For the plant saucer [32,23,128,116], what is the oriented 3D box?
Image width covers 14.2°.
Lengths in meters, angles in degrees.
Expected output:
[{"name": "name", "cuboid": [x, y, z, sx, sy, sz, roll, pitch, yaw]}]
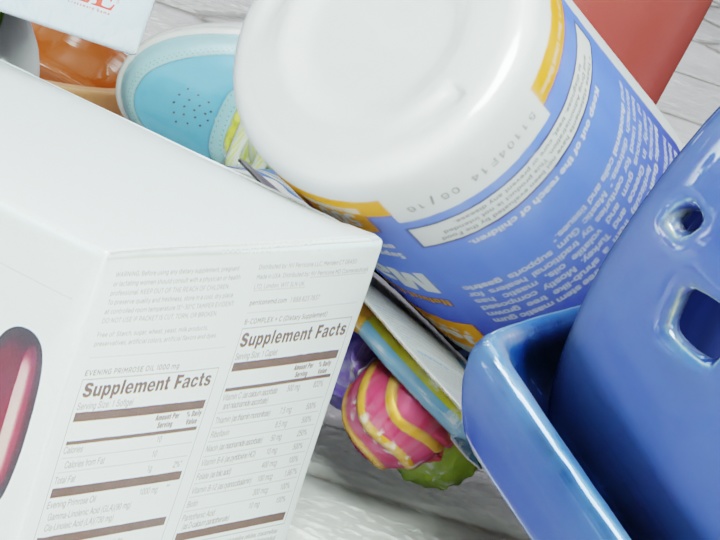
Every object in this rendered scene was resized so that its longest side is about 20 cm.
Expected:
[{"name": "plant saucer", "cuboid": [-0.204, -0.112, 1.444, 0.199, 0.032, 0.200, 19, 13, -4]}]

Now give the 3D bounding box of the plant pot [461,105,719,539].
[{"name": "plant pot", "cuboid": [0.158, 0.049, 0.877, 0.200, 0.180, 0.200, 55, 22, 10]}]

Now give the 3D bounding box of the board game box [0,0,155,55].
[{"name": "board game box", "cuboid": [-0.182, -0.134, 1.035, 0.199, 0.041, 0.199, 17, 4, -16]}]

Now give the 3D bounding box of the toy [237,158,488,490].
[{"name": "toy", "cuboid": [0.026, 0.054, 0.999, 0.200, 0.047, 0.115, 44, 1, 35]}]

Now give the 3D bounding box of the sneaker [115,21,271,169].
[{"name": "sneaker", "cuboid": [-0.019, -0.050, 1.264, 0.199, 0.080, 0.131, 18, 13, 1]}]

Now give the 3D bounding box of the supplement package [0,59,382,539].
[{"name": "supplement package", "cuboid": [-0.125, 0.004, 0.902, 0.199, 0.112, 0.155, 25, 14, 27]}]

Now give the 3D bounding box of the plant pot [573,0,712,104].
[{"name": "plant pot", "cuboid": [0.070, -0.109, 1.497, 0.199, 0.178, 0.201, 17, 13, -4]}]

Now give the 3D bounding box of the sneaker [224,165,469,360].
[{"name": "sneaker", "cuboid": [0.000, 0.000, 1.162, 0.199, 0.076, 0.077, 26, 22, 17]}]

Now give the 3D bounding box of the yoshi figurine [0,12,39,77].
[{"name": "yoshi figurine", "cuboid": [-0.203, -0.068, 1.183, 0.200, 0.112, 0.113, 35, -29, 9]}]

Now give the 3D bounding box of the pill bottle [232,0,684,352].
[{"name": "pill bottle", "cuboid": [0.049, -0.035, 0.994, 0.112, 0.112, 0.200, 29, -10, 37]}]
